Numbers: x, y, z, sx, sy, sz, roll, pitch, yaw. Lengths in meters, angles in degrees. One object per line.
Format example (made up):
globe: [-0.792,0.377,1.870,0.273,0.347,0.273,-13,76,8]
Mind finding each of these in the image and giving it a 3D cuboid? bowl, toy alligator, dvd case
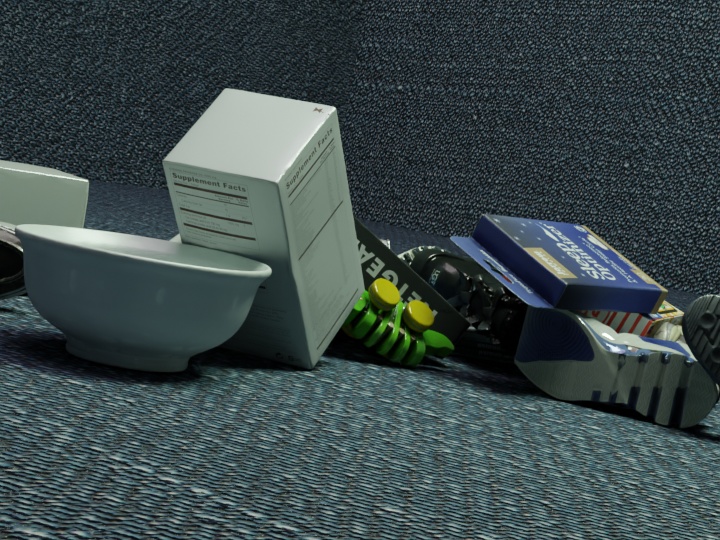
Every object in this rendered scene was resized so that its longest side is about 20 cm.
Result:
bowl: [-0.173,0.025,1.319,0.200,0.091,0.201,10,5,-1]
toy alligator: [0.001,0.040,1.574,0.199,0.059,0.054,32,38,-16]
dvd case: [0.153,0.080,1.822,0.199,0.022,0.146,10,4,-10]

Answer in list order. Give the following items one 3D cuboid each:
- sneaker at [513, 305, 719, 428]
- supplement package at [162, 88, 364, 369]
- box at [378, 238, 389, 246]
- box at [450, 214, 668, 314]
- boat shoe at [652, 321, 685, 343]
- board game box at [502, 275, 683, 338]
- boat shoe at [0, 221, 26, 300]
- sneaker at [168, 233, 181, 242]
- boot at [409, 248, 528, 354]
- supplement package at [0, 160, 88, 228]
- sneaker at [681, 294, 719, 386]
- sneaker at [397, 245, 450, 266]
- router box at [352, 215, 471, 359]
sneaker: [0.247,0.093,1.577,0.199,0.081,0.115,20,5,27]
supplement package: [-0.078,-0.036,1.443,0.109,0.201,0.114,12,43,24]
box: [-0.078,-0.004,1.866,0.199,0.035,0.110,9,-38,-15]
box: [0.188,-0.006,1.602,0.199,0.033,0.121,2,32,-46]
boat shoe: [0.323,0.103,1.717,0.073,0.075,0.200,38,8,16]
board game box: [0.244,0.026,1.745,0.151,0.046,0.200,34,12,18]
boat shoe: [-0.369,-0.008,1.467,0.199,0.071,0.064,2,4,-1]
sneaker: [-0.140,-0.012,1.563,0.074,0.200,0.089,52,15,-10]
boot: [0.158,0.037,1.763,0.198,0.074,0.162,12,12,-43]
supplement package: [-0.374,-0.049,1.618,0.199,0.118,0.117,7,4,-27]
sneaker: [0.351,0.094,1.509,0.200,0.070,0.082,41,-6,-11]
sneaker: [0.024,0.020,1.827,0.199,0.078,0.086,-5,-5,-33]
router box: [0.000,0.000,1.673,0.200,0.051,0.149,42,-9,-19]
